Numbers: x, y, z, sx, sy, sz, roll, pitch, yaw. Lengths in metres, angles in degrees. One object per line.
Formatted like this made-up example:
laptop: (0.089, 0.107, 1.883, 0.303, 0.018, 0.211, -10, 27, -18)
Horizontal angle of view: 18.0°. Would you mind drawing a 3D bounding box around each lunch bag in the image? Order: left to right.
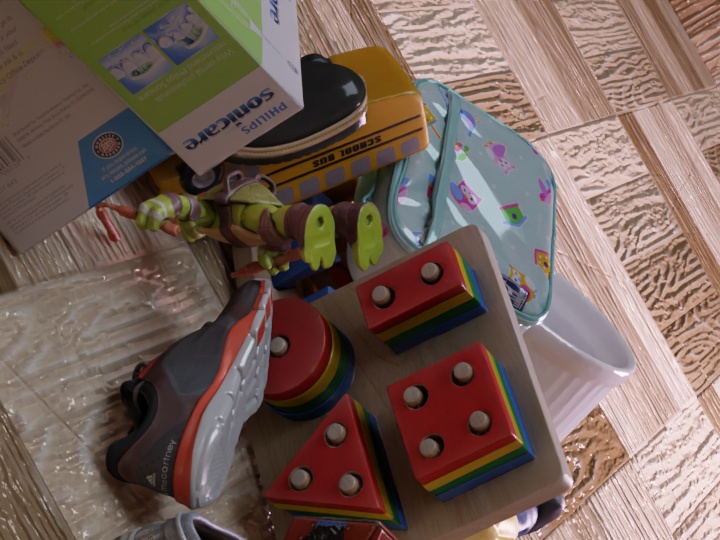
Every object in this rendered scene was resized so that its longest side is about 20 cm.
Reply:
lunch bag: (0.068, -0.040, 1.680, 0.160, 0.077, 0.201, 35, 39, -23)

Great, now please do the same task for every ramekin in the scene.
ramekin: (0.118, 0.052, 1.846, 0.200, 0.098, 0.201, 36, 14, -10)

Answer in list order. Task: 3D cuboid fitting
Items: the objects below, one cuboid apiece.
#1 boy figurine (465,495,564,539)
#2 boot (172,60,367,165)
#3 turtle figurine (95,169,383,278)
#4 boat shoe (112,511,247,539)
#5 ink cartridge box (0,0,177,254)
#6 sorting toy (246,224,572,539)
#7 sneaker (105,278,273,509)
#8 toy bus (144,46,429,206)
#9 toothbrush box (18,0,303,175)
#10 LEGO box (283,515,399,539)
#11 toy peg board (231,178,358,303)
boy figurine: (0.094, 0.175, 1.748, 0.125, 0.064, 0.200, 66, 18, 9)
boot: (-0.092, -0.141, 1.498, 0.139, 0.198, 0.078, 93, -12, -50)
turtle figurine: (-0.065, -0.031, 1.505, 0.199, 0.160, 0.065, 21, 79, -52)
boat shoe: (-0.068, 0.191, 1.354, 0.202, 0.065, 0.075, 34, 32, -48)
ink cartridge box: (-0.211, -0.141, 1.384, 0.200, 0.128, 0.126, 52, 22, -19)
sorting toy: (0.011, 0.084, 1.476, 0.070, 0.198, 0.201, 43, 25, -55)
sneaker: (-0.106, 0.064, 1.407, 0.200, 0.081, 0.078, -67, 164, -56)
toy bus: (-0.056, -0.092, 1.602, 0.079, 0.199, 0.065, 78, -16, -45)
toothbrush box: (-0.126, -0.179, 1.330, 0.200, 0.086, 0.146, 43, 26, -34)
LEGO box: (0.014, 0.262, 1.333, 0.200, 0.077, 0.150, 46, 58, -32)
toy peg board: (0.000, 0.000, 1.696, 0.199, 0.097, 0.201, 37, 35, -46)
